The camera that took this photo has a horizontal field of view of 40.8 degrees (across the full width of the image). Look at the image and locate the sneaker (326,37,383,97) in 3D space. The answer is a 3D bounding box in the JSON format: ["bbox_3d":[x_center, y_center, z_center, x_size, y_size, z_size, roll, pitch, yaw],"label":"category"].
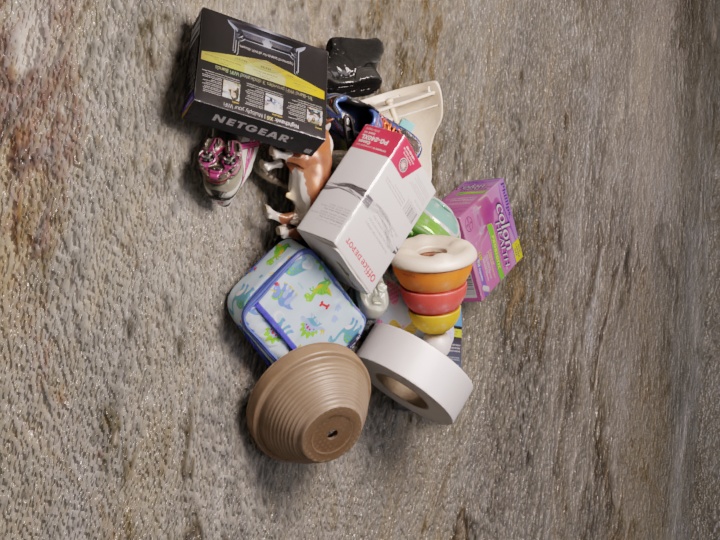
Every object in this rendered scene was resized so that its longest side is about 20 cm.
[{"bbox_3d":[-0.041,-0.333,1.578,0.198,0.060,0.105,-9,59,-28],"label":"sneaker"}]

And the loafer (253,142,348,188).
[{"bbox_3d":[-0.092,-0.162,1.513,0.198,0.068,0.077,4,91,-38],"label":"loafer"}]

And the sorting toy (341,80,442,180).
[{"bbox_3d":[0.047,-0.204,1.633,0.198,0.107,0.182,-21,104,-27],"label":"sorting toy"}]

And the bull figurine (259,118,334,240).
[{"bbox_3d":[-0.086,-0.140,1.436,0.120,0.065,0.203,-11,98,-33],"label":"bull figurine"}]

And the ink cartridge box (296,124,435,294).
[{"bbox_3d":[0.011,-0.089,1.437,0.201,0.083,0.145,-57,144,-16],"label":"ink cartridge box"}]

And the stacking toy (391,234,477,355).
[{"bbox_3d":[0.118,0.052,1.586,0.146,0.145,0.202,-29,123,-50],"label":"stacking toy"}]

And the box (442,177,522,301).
[{"bbox_3d":[0.221,-0.061,1.906,0.200,0.096,0.178,-40,120,-48],"label":"box"}]

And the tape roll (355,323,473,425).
[{"bbox_3d":[0.087,0.175,1.617,0.071,0.201,0.203,-56,133,-17],"label":"tape roll"}]

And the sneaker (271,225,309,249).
[{"bbox_3d":[-0.067,-0.056,1.543,0.104,0.060,0.201,51,46,-33],"label":"sneaker"}]

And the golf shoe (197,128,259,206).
[{"bbox_3d":[-0.183,-0.187,1.399,0.092,0.072,0.202,90,15,-57],"label":"golf shoe"}]

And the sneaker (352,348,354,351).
[{"bbox_3d":[-0.036,0.166,1.575,0.090,0.066,0.202,25,71,-54],"label":"sneaker"}]

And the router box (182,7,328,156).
[{"bbox_3d":[-0.144,-0.263,1.361,0.198,0.052,0.159,14,61,-25],"label":"router box"}]

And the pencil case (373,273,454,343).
[{"bbox_3d":[0.071,0.075,1.658,0.199,0.083,0.091,37,30,-23],"label":"pencil case"}]

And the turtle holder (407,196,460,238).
[{"bbox_3d":[0.091,-0.070,1.716,0.142,0.184,0.132,96,21,-50],"label":"turtle holder"}]

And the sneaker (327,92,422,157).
[{"bbox_3d":[0.015,-0.217,1.504,0.198,0.078,0.076,19,81,-26],"label":"sneaker"}]

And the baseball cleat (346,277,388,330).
[{"bbox_3d":[0.000,0.000,1.559,0.069,0.107,0.202,13,52,-18],"label":"baseball cleat"}]

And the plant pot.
[{"bbox_3d":[-0.061,0.215,1.430,0.199,0.093,0.203,-15,124,-23],"label":"plant pot"}]

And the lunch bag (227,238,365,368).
[{"bbox_3d":[-0.096,0.070,1.449,0.161,0.082,0.201,-44,126,-13],"label":"lunch bag"}]

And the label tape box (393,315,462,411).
[{"bbox_3d":[0.127,0.160,1.796,0.143,0.066,0.203,11,77,-53],"label":"label tape box"}]

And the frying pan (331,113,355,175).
[{"bbox_3d":[0.006,-0.163,1.496,0.114,0.031,0.191,-11,141,-29],"label":"frying pan"}]
